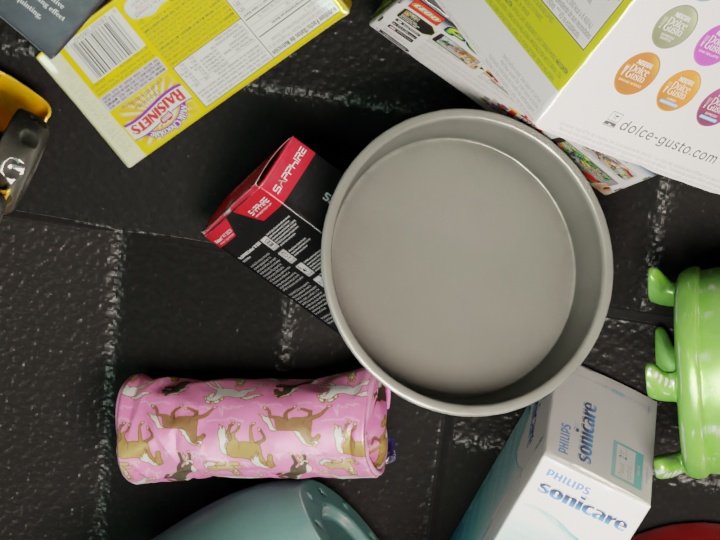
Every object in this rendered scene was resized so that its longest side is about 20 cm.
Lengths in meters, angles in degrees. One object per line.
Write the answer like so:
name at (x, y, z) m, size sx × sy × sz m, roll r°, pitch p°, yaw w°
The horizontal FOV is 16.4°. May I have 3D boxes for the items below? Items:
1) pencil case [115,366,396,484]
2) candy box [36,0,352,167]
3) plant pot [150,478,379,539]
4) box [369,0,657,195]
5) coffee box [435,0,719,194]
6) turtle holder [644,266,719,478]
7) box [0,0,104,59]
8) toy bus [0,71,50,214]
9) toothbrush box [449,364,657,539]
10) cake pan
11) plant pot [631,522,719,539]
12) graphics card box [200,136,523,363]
pencil case at (-0.077, 0.109, 1.771) m, size 0.199 × 0.087 × 0.083 m, roll -3°, pitch 73°, yaw 12°
candy box at (-0.113, -0.162, 1.681) m, size 0.200 × 0.026 × 0.102 m, roll -33°, pitch 109°, yaw 23°
plant pot at (-0.062, 0.245, 1.785) m, size 0.161 × 0.201 × 0.201 m, roll -39°, pitch 105°, yaw 12°
box at (0.107, -0.125, 1.617) m, size 0.200 × 0.110 × 0.035 m, roll 35°, pitch 77°, yaw -9°
coffee box at (0.172, -0.196, 1.469) m, size 0.199 × 0.200 × 0.198 m, roll 15°, pitch 121°, yaw -46°
turtle holder at (0.261, 0.083, 1.674) m, size 0.131 × 0.141 × 0.186 m, roll -3°, pitch 114°, yaw 10°
box at (-0.183, -0.266, 1.596) m, size 0.148 × 0.107 × 0.200 m, roll 40°, pitch 116°, yaw -10°
toy bus at (-0.314, -0.030, 1.683) m, size 0.135 × 0.200 × 0.192 m, roll 25°, pitch 127°, yaw -5°
toothbrush box at (0.125, 0.183, 1.743) m, size 0.085 × 0.147 × 0.200 m, roll 25°, pitch 116°, yaw -4°
cake pan at (0.066, -0.004, 1.626) m, size 0.199 × 0.037 × 0.201 m, roll 2°, pitch 82°, yaw -16°
plant pot at (0.240, 0.309, 1.768) m, size 0.200 × 0.183 × 0.201 m, roll 4°, pitch 119°, yaw 7°
graphics card box at (0.000, 0.000, 1.693) m, size 0.200 × 0.051 × 0.125 m, roll 37°, pitch 155°, yaw -8°
